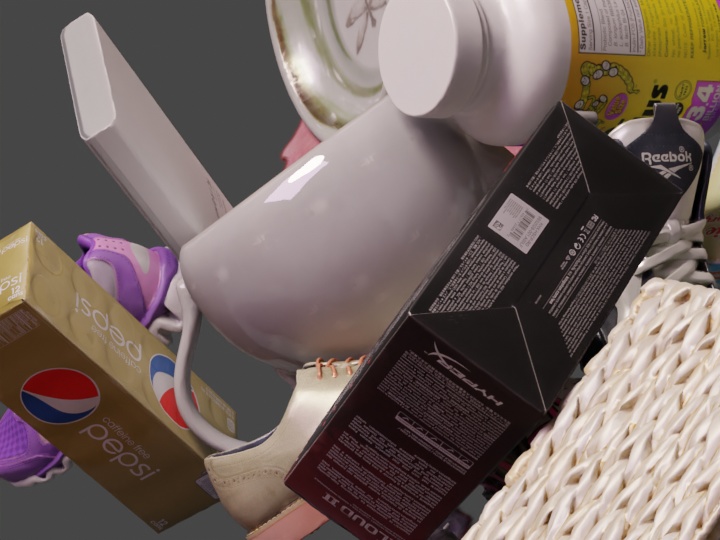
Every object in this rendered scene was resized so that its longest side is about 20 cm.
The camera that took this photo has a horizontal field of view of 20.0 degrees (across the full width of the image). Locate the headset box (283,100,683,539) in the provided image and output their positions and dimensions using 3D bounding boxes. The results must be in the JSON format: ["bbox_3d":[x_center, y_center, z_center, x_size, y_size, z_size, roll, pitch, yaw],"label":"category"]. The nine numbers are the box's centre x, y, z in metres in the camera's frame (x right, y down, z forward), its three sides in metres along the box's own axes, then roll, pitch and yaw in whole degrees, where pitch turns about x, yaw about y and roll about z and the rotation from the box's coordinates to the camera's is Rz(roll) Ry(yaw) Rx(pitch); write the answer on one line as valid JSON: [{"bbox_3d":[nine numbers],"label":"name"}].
[{"bbox_3d":[0.051,0.038,0.955,0.149,0.075,0.200,-53,-2,-36],"label":"headset box"}]

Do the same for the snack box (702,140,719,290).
[{"bbox_3d":[0.266,-0.040,1.045,0.199,0.037,0.117,-1,53,42],"label":"snack box"}]

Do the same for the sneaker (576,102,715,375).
[{"bbox_3d":[0.152,-0.013,1.030,0.199,0.079,0.130,45,126,49],"label":"sneaker"}]

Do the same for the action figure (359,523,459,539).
[{"bbox_3d":[-0.012,0.203,1.032,0.200,0.069,0.130,-45,29,-12],"label":"action figure"}]

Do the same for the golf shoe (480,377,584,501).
[{"bbox_3d":[0.125,0.091,1.012,0.092,0.073,0.200,-49,36,-13],"label":"golf shoe"}]

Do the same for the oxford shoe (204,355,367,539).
[{"bbox_3d":[0.003,0.071,1.092,0.200,0.074,0.071,-39,-2,4],"label":"oxford shoe"}]

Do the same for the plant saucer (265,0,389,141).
[{"bbox_3d":[-0.004,-0.181,1.350,0.050,0.201,0.200,-11,27,-25],"label":"plant saucer"}]

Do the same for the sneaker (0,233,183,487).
[{"bbox_3d":[-0.190,0.051,1.303,0.200,0.088,0.081,-51,37,19],"label":"sneaker"}]

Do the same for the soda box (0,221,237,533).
[{"bbox_3d":[-0.153,0.065,1.184,0.064,0.200,0.068,-28,39,19],"label":"soda box"}]

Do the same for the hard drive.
[{"bbox_3d":[-0.117,-0.051,1.267,0.027,0.200,0.132,-29,37,7],"label":"hard drive"}]

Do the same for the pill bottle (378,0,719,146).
[{"bbox_3d":[0.111,-0.120,1.121,0.104,0.199,0.105,5,97,57],"label":"pill bottle"}]

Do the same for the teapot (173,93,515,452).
[{"bbox_3d":[0.000,0.000,1.168,0.197,0.146,0.200,-38,5,-39],"label":"teapot"}]

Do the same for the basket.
[{"bbox_3d":[0.168,0.138,0.827,0.199,0.200,0.161,-52,32,-14],"label":"basket"}]
